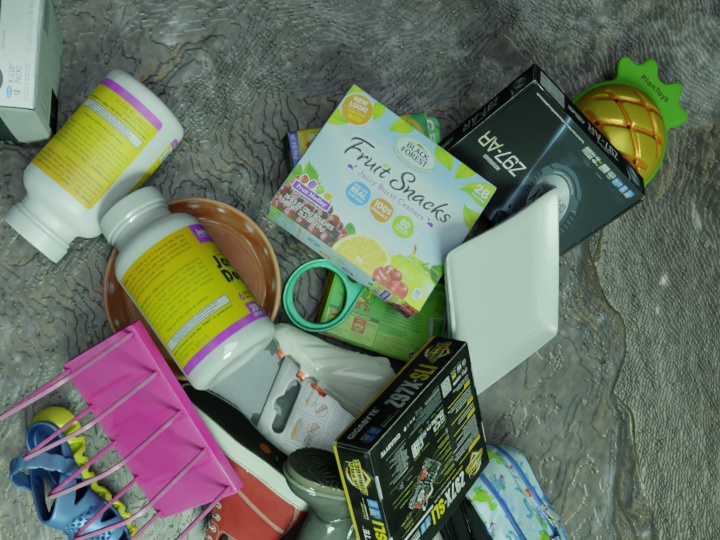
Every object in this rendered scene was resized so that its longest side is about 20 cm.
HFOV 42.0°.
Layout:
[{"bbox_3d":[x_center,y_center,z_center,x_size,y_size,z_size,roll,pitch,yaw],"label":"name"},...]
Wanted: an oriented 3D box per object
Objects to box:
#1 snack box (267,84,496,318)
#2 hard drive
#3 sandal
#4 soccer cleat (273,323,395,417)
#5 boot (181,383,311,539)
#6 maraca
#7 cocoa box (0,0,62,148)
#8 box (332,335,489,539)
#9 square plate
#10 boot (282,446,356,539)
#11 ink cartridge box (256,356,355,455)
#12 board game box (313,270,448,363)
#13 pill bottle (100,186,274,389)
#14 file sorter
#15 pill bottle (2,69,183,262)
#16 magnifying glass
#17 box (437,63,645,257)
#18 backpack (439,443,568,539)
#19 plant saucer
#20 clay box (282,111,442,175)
[{"bbox_3d":[0.023,-0.076,1.038,0.199,0.068,0.170,36,76,-2],"label":"snack box"},{"bbox_3d":[-0.086,0.140,1.086,0.197,0.033,0.142,20,84,-12],"label":"hard drive"},{"bbox_3d":[-0.310,0.250,0.995,0.079,0.087,0.202,-31,92,21],"label":"sandal"},{"bbox_3d":[-0.011,0.114,1.029,0.199,0.069,0.078,39,80,-1],"label":"soccer cleat"},{"bbox_3d":[-0.159,0.232,1.024,0.200,0.072,0.145,42,104,-3],"label":"boot"},{"bbox_3d":[0.321,-0.175,1.154,0.137,0.107,0.200,43,76,-3],"label":"maraca"},{"bbox_3d":[-0.377,-0.208,0.939,0.129,0.200,0.136,4,87,-13],"label":"cocoa box"},{"bbox_3d":[0.059,0.187,0.962,0.200,0.049,0.162,-41,128,-44],"label":"box"},{"bbox_3d":[0.160,0.028,1.070,0.199,0.028,0.201,-29,125,-36],"label":"square plate"},{"bbox_3d":[-0.058,0.289,0.976,0.181,0.073,0.201,24,104,-47],"label":"boot"},{"bbox_3d":[-0.012,0.185,1.073,0.197,0.057,0.165,22,84,9],"label":"ink cartridge box"},{"bbox_3d":[0.050,0.055,1.113,0.197,0.048,0.103,19,84,-12],"label":"board game box"},{"bbox_3d":[-0.184,0.014,0.970,0.104,0.104,0.201,-36,82,-11],"label":"pill bottle"},{"bbox_3d":[-0.246,0.184,0.942,0.202,0.138,0.125,59,38,-7],"label":"file sorter"},{"bbox_3d":[-0.289,-0.109,1.007,0.104,0.104,0.201,40,80,-9],"label":"pill bottle"},{"bbox_3d":[0.000,0.000,1.067,0.198,0.022,0.080,-31,94,-14],"label":"magnifying glass"},{"bbox_3d":[0.207,-0.116,1.092,0.200,0.044,0.160,41,124,-19],"label":"box"},{"bbox_3d":[0.161,0.304,1.089,0.154,0.163,0.200,-43,91,-19],"label":"backpack"},{"bbox_3d":[-0.186,0.021,1.045,0.196,0.032,0.204,0,80,1],"label":"plant saucer"},{"bbox_3d":[0.015,-0.118,1.109,0.196,0.048,0.117,-11,91,-13],"label":"clay box"}]
